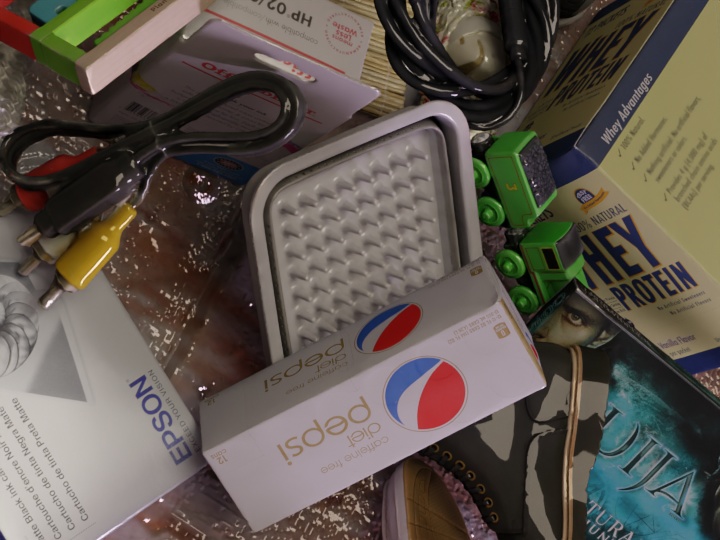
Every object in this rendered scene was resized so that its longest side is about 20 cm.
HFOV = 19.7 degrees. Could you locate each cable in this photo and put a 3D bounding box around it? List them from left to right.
[{"bbox_3d":[-0.126,-0.067,1.191,0.200,0.050,0.097,-31,75,6],"label":"cable"},{"bbox_3d":[0.071,-0.189,1.352,0.163,0.051,0.201,-6,87,-51],"label":"cable"}]

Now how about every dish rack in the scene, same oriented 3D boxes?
[{"bbox_3d":[0.000,0.000,1.303,0.171,0.043,0.201,-24,122,-29],"label":"dish rack"}]

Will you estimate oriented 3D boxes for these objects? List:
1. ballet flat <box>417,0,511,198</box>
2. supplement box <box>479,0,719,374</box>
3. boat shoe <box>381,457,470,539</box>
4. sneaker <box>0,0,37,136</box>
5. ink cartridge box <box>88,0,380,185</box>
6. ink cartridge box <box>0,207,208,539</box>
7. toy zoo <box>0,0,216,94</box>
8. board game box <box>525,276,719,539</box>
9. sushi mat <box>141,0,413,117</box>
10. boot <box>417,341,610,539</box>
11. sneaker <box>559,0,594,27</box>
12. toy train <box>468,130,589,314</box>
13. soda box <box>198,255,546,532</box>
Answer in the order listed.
[{"bbox_3d":[0.074,-0.112,1.398,0.075,0.064,0.201,19,69,-21],"label":"ballet flat"},{"bbox_3d":[0.225,-0.070,1.426,0.200,0.134,0.200,42,62,-13],"label":"supplement box"},{"bbox_3d":[0.032,0.215,1.293,0.071,0.069,0.201,28,43,-42],"label":"boat shoe"},{"bbox_3d":[-0.241,-0.135,1.230,0.070,0.099,0.200,49,30,-28],"label":"sneaker"},{"bbox_3d":[-0.072,-0.125,1.245,0.115,0.200,0.068,22,68,-22],"label":"ink cartridge box"},{"bbox_3d":[-0.214,0.080,1.212,0.200,0.041,0.200,-35,95,-30],"label":"ink cartridge box"},{"bbox_3d":[-0.172,-0.180,1.175,0.200,0.021,0.131,30,58,32],"label":"toy zoo"},{"bbox_3d":[0.168,0.114,1.367,0.200,0.028,0.135,38,105,-14],"label":"board game box"},{"bbox_3d":[-0.051,-0.169,1.375,0.199,0.012,0.096,16,70,-24],"label":"sushi mat"},{"bbox_3d":[0.071,0.137,1.297,0.138,0.077,0.201,11,77,-6],"label":"boot"},{"bbox_3d":[0.167,-0.269,1.450,0.074,0.079,0.201,15,86,-14],"label":"sneaker"},{"bbox_3d":[0.121,-0.004,1.364,0.042,0.056,0.201,-48,125,-41],"label":"toy train"},{"bbox_3d":[0.006,0.073,1.235,0.199,0.064,0.068,-28,116,7],"label":"soda box"}]
